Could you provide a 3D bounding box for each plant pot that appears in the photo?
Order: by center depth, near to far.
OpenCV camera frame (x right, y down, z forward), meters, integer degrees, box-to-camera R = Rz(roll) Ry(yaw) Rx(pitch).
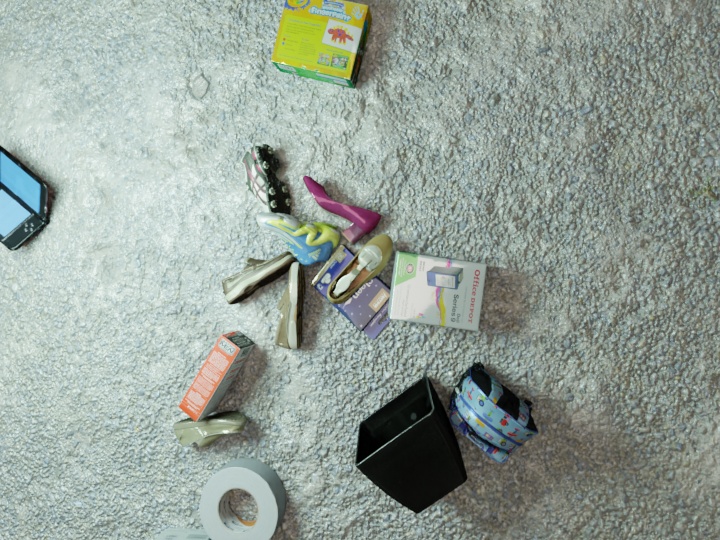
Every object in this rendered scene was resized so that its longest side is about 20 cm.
[{"bbox_3d":[0.120,0.382,1.133,0.198,0.200,0.179,-37,95,8],"label":"plant pot"}]

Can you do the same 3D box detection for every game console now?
[{"bbox_3d":[-0.904,-0.185,1.342,0.198,0.119,0.173,37,68,9],"label":"game console"}]

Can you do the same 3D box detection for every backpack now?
[{"bbox_3d":[0.271,0.301,1.094,0.181,0.200,0.136,38,96,7],"label":"backpack"}]

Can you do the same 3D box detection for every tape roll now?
[{"bbox_3d":[-0.280,0.559,1.261,0.195,0.066,0.206,0,90,11],"label":"tape roll"}]

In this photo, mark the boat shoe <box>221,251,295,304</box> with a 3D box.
[{"bbox_3d":[-0.249,0.000,1.254,0.200,0.075,0.076,-31,79,9],"label":"boat shoe"}]

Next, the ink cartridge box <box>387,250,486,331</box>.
[{"bbox_3d":[0.166,0.044,1.159,0.195,0.088,0.149,8,92,-1],"label":"ink cartridge box"}]

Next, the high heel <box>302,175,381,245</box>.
[{"bbox_3d":[-0.044,-0.162,1.224,0.096,0.067,0.201,-41,93,6],"label":"high heel"}]

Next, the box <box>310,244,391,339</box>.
[{"bbox_3d":[-0.007,0.051,1.231,0.199,0.032,0.122,42,96,7],"label":"box"}]

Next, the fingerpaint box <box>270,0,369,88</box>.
[{"bbox_3d":[-0.088,-0.534,1.226,0.195,0.073,0.171,15,93,9],"label":"fingerpaint box"}]

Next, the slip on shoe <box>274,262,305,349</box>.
[{"bbox_3d":[-0.167,0.082,1.239,0.059,0.076,0.206,4,100,10],"label":"slip on shoe"}]

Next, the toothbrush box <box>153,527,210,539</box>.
[{"bbox_3d":[-0.422,0.743,1.276,0.142,0.085,0.206,-2,91,10],"label":"toothbrush box"}]

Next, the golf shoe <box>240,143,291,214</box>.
[{"bbox_3d":[-0.225,-0.194,1.261,0.087,0.077,0.205,-14,90,36],"label":"golf shoe"}]

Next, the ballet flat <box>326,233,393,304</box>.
[{"bbox_3d":[0.000,0.000,1.182,0.068,0.063,0.201,42,93,8],"label":"ballet flat"}]

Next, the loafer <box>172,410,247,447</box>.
[{"bbox_3d":[-0.358,0.386,1.275,0.195,0.075,0.070,-10,89,19],"label":"loafer"}]

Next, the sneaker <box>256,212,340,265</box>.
[{"bbox_3d":[-0.146,-0.066,1.210,0.195,0.076,0.108,11,103,-15],"label":"sneaker"}]

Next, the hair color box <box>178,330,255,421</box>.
[{"bbox_3d":[-0.338,0.247,1.254,0.061,0.101,0.202,33,94,8],"label":"hair color box"}]
